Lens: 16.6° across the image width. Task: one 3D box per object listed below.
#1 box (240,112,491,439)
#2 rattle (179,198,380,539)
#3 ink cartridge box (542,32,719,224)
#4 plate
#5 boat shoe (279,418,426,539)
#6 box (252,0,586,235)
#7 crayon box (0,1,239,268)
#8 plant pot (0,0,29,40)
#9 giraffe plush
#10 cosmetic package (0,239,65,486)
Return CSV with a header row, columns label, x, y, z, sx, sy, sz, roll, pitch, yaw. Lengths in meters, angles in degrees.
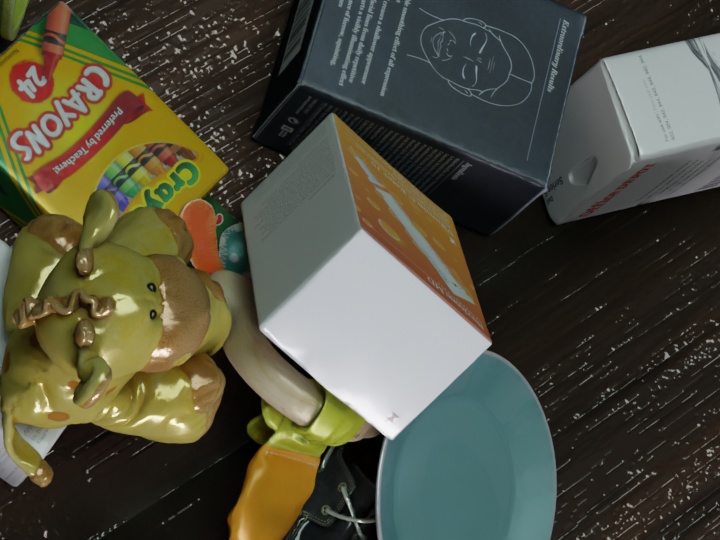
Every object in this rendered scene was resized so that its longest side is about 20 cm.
label,x,y,z,sx,sy,sz,roll,pitch,yaw
box,0.000,0.000,1.650,0.124,0.200,0.097,40,105,-22
rattle,-0.084,0.071,1.681,0.200,0.143,0.130,43,35,19
ink cartridge box,0.242,-0.112,1.837,0.199,0.145,0.085,-13,77,-26
plate,0.068,0.154,1.701,0.199,0.025,0.202,2,88,-49
boat shoe,-0.012,0.160,1.682,0.072,0.068,0.201,35,64,-9
box,0.044,-0.140,1.788,0.199,0.107,0.149,22,64,-13
crayon box,-0.183,-0.071,1.702,0.200,0.051,0.127,44,61,-3
plant pot,-0.300,-0.276,1.662,0.183,0.201,0.202,14,66,-5
giraffe plush,-0.157,0.028,1.520,0.199,0.162,0.173,-24,83,-26
cosmetic package,-0.268,0.035,1.614,0.200,0.081,0.113,38,62,-5
